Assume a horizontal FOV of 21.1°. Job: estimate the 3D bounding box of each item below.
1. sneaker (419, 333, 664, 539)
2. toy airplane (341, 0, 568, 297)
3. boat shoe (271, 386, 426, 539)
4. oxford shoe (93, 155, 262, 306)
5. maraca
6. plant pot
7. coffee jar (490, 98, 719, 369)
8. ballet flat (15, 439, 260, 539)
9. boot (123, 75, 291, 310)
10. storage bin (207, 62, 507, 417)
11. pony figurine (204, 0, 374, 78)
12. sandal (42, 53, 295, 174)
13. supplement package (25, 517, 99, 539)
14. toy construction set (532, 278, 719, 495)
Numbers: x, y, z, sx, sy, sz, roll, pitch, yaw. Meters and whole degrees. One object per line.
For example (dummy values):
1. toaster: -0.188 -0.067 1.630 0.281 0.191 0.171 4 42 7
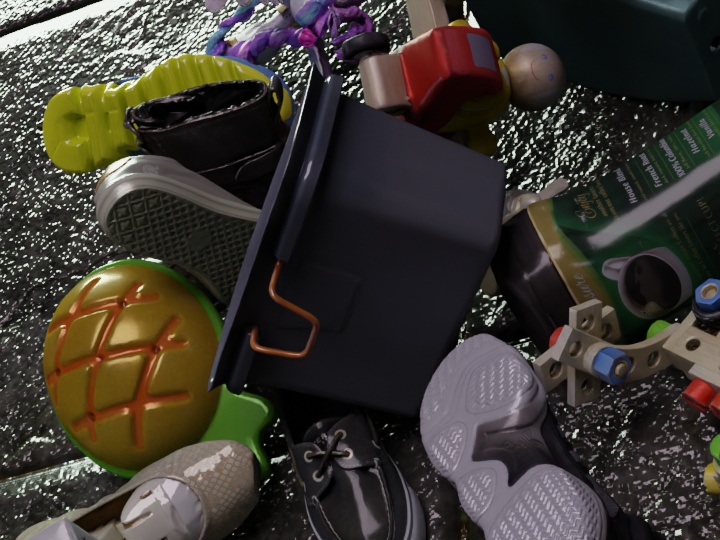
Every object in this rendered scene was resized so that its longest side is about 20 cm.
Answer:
1. sneaker: 0.104 0.126 1.085 0.075 0.114 0.200 -39 36 12
2. toy airplane: 0.066 -0.110 1.278 0.141 0.200 0.199 -14 34 0
3. boat shoe: -0.017 0.114 1.212 0.069 0.057 0.200 -31 43 6
4. oxford shoe: -0.096 -0.024 1.282 0.075 0.200 0.058 -52 41 14
5. maraca: -0.136 0.081 1.290 0.137 0.107 0.200 -47 66 13
6. plant pot: 0.180 -0.204 1.304 0.141 0.141 0.200 -48 48 -11
7. coffee jar: 0.179 -0.022 1.168 0.200 0.104 0.085 -29 35 8
8. ballet flat: -0.149 0.172 1.235 0.200 0.068 0.062 -29 9 22
9. boot: -0.112 -0.055 1.335 0.200 0.174 0.069 -19 46 18
10. storage bin: 0.000 0.000 1.164 0.134 0.200 0.146 17 39 -5
11. pony figurine: -0.033 -0.196 1.446 0.200 0.167 0.193 -37 10 5
12. sandal: -0.131 -0.115 1.401 0.200 0.087 0.080 -1 96 30
13. supplement package: -0.214 0.259 1.159 0.200 0.117 0.117 -31 56 7
14. toy construction set: 0.201 0.073 1.090 0.200 0.092 0.131 32 75 34
